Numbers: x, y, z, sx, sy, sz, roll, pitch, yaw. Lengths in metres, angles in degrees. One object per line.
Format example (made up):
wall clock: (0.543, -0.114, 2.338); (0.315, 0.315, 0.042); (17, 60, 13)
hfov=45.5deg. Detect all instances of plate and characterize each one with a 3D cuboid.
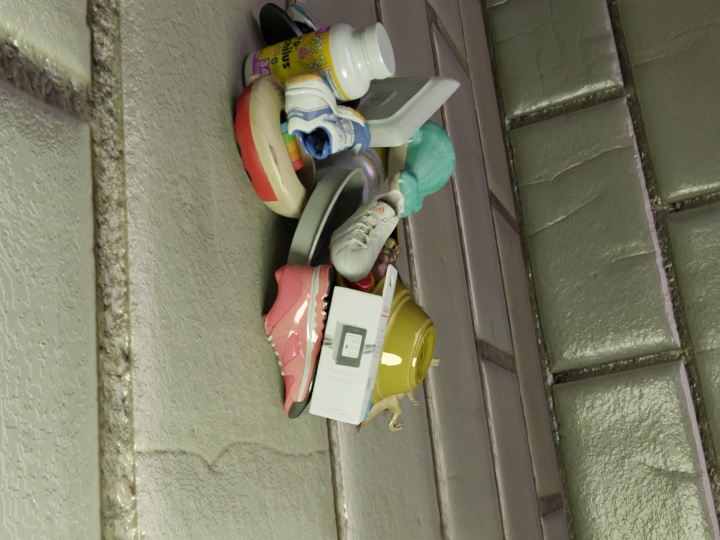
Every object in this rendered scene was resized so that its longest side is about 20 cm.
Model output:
plate: (0.027, -0.253, 1.334); (0.200, 0.197, 0.033); (-49, 131, -38)

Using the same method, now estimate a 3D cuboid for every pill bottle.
pill bottle: (-0.018, -0.153, 1.357); (0.200, 0.113, 0.116); (-63, 136, -60)
pill bottle: (-0.055, -0.281, 1.201); (0.104, 0.197, 0.106); (-13, 90, -71)

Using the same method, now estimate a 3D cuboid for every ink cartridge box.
ink cartridge box: (-0.007, 0.088, 1.111); (0.116, 0.066, 0.203); (34, 67, -81)

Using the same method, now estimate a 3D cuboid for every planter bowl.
planter bowl: (0.058, 0.114, 1.250); (0.200, 0.082, 0.203); (16, 90, -70)

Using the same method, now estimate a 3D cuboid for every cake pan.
cake pan: (-0.050, -0.054, 1.186); (0.200, 0.036, 0.203); (23, 89, -81)

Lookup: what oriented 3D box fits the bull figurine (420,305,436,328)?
bull figurine: (0.061, 0.124, 1.440); (0.065, 0.121, 0.200); (49, 13, 3)

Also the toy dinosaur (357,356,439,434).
toy dinosaur: (0.048, 0.209, 1.393); (0.200, 0.058, 0.102); (-40, 143, -28)

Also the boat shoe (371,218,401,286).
boat shoe: (0.024, -0.031, 1.318); (0.072, 0.068, 0.202); (34, 39, -30)

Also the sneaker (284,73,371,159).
sneaker: (-0.049, -0.186, 1.164); (0.200, 0.074, 0.090); (29, 61, -59)

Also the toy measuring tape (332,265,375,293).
toy measuring tape: (0.000, 0.000, 1.240); (0.201, 0.073, 0.074); (-58, 134, -44)

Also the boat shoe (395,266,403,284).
boat shoe: (0.027, -0.007, 1.479); (0.065, 0.072, 0.202); (103, -16, -48)

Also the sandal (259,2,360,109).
sandal: (-0.074, -0.319, 1.287); (0.201, 0.075, 0.048); (47, 55, -12)

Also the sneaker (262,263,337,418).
sneaker: (-0.086, 0.086, 1.101); (0.074, 0.085, 0.203); (-26, 127, -79)

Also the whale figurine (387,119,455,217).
whale figurine: (0.096, -0.162, 1.366); (0.201, 0.102, 0.161); (-71, 160, -57)

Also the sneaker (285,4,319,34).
sneaker: (-0.067, -0.348, 1.405); (0.201, 0.077, 0.080); (59, 14, -46)

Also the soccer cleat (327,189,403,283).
soccer cleat: (0.010, -0.055, 1.171); (0.069, 0.077, 0.201); (42, 30, -9)

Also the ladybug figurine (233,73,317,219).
ladybug figurine: (-0.117, -0.162, 1.149); (0.136, 0.071, 0.203); (-55, 130, -66)
